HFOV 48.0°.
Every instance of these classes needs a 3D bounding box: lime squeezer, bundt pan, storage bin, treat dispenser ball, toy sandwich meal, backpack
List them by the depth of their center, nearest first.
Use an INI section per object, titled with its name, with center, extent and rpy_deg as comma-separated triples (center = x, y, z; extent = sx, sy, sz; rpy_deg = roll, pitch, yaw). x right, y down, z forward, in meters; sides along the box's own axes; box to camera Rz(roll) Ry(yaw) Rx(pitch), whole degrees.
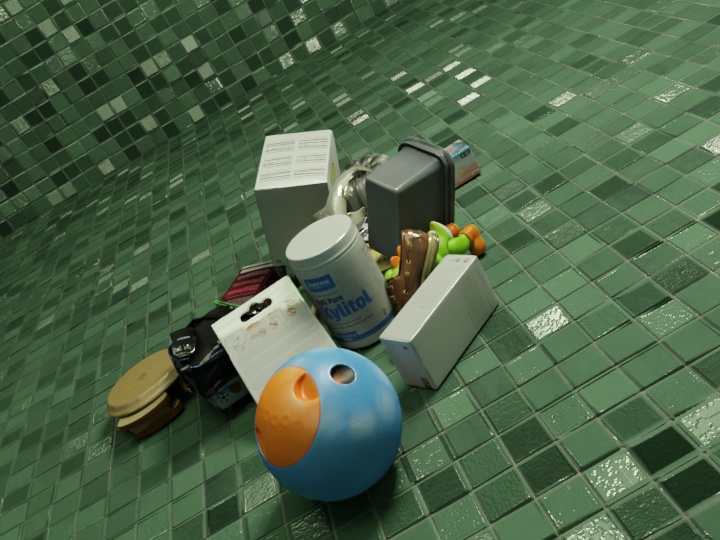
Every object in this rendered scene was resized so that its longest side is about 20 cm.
[treat dispenser ball]
center = -0.042, 0.205, 1.086
extent = 0.200, 0.202, 0.201
rpy_deg = -24, 27, 13
[backpack]
center = -0.249, 0.145, 1.456
extent = 0.199, 0.155, 0.190
rpy_deg = -30, 26, -24
[storage bin]
center = 0.076, -0.123, 1.474
extent = 0.145, 0.201, 0.134
rpy_deg = 29, 47, 35
[lime squeezer]
center = -0.179, 0.068, 1.559
extent = 0.198, 0.071, 0.038
rpy_deg = -12, 53, 10
[toy sandwich meal]
center = -0.400, 0.233, 1.560
extent = 0.204, 0.071, 0.206
rpy_deg = -27, 23, 12
[bundt pan]
center = 0.005, -0.203, 1.874
extent = 0.201, 0.076, 0.202
rpy_deg = -24, 27, 13

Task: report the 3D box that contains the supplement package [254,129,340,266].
[supplement package]
center = -0.117, -0.149, 1.648
extent = 0.146, 0.192, 0.201
rpy_deg = -5, 39, 6

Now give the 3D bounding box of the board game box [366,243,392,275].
[board game box]
center = 0.000, 0.000, 1.552
extent = 0.199, 0.035, 0.136
rpy_deg = -22, 27, 2

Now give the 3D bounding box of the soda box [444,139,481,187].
[soda box]
center = 0.150, -0.192, 1.710
extent = 0.199, 0.069, 0.064
rpy_deg = -32, 27, -1

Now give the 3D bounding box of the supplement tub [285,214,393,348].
[supplement tub]
center = -0.028, 0.021, 1.384
extent = 0.131, 0.201, 0.132
rpy_deg = -24, 28, 13

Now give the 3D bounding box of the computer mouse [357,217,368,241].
[computer mouse]
center = 0.008, -0.080, 1.700
extent = 0.199, 0.044, 0.110
rpy_deg = 3, 47, 40

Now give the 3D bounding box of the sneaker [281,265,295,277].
[sneaker]
center = -0.106, -0.044, 1.740
extent = 0.076, 0.076, 0.201
rpy_deg = 5, 36, 13

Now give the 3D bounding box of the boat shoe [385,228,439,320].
[boat shoe]
center = 0.072, 0.030, 1.314
extent = 0.072, 0.067, 0.202
rpy_deg = -161, 85, -83

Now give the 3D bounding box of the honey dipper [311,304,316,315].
[honey dipper]
center = -0.092, 0.090, 1.520
extent = 0.038, 0.038, 0.200
rpy_deg = -24, 25, 13

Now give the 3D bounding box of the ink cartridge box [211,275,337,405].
[ink cartridge box]
center = -0.132, 0.133, 1.345
extent = 0.162, 0.050, 0.201
rpy_deg = -34, 66, -6

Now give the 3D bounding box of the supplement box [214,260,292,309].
[supplement box]
center = -0.231, 0.065, 1.671
extent = 0.108, 0.061, 0.201
rpy_deg = -12, 32, 31

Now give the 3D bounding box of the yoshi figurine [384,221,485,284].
[yoshi figurine]
center = 0.128, -0.002, 1.417
extent = 0.199, 0.113, 0.112
rpy_deg = -31, 64, -32

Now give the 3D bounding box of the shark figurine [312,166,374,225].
[shark figurine]
center = -0.046, -0.120, 1.481
extent = 0.089, 0.128, 0.216
rpy_deg = -13, 59, 41

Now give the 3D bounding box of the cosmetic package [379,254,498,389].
[cosmetic package]
center = 0.125, 0.076, 1.249
extent = 0.074, 0.102, 0.200
rpy_deg = 2, 40, 48
